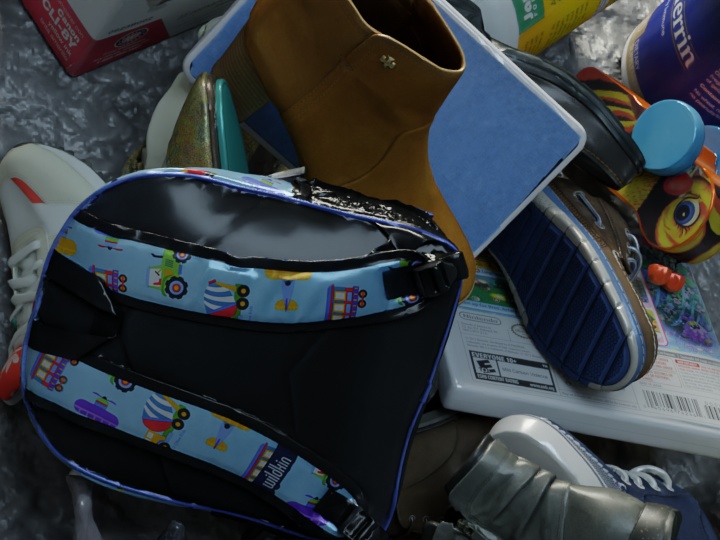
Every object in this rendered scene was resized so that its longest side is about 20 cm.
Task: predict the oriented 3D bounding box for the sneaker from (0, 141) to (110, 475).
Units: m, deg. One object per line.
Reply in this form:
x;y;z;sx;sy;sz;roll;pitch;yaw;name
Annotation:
-0.161;0.024;1.251;0.093;0.070;0.200;-22;81;-38;sneaker

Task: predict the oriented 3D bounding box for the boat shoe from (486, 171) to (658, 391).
0.126;-0.011;1.347;0.072;0.072;0.200;0;44;-35;boat shoe

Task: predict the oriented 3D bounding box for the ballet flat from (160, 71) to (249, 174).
-0.082;-0.012;1.261;0.071;0.071;0.200;-39;128;-34;ballet flat

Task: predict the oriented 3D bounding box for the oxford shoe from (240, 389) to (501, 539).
0.022;0.126;1.296;0.200;0.073;0.084;-25;82;-33;oxford shoe

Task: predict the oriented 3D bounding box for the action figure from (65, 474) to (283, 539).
-0.144;0.203;1.147;0.200;0.105;0.194;18;89;-13;action figure

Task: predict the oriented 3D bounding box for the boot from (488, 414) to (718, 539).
0.142;0.138;1.330;0.200;0.073;0.090;58;45;-27;boot

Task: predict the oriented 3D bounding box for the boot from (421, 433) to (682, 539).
0.090;0.191;1.274;0.131;0.200;0.068;19;22;12;boot

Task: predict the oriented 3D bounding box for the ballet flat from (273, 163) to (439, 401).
0.000;0.000;1.322;0.066;0.057;0.200;-4;44;-27;ballet flat

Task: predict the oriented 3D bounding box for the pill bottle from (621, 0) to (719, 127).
0.261;-0.157;1.468;0.116;0.200;0.116;11;63;-22;pill bottle

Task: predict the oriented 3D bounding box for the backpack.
-0.065;0.032;1.162;0.200;0.135;0.183;14;102;-8;backpack

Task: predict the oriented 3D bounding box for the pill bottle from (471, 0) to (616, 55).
0.078;-0.180;1.440;0.200;0.113;0.113;-35;85;-34;pill bottle

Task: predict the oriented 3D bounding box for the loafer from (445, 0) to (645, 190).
0.073;-0.098;1.334;0.200;0.073;0.072;33;83;-11;loafer

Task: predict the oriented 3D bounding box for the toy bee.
0.188;-0.049;1.421;0.131;0.200;0.109;27;92;-28;toy bee

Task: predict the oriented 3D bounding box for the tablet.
0.014;-0.094;1.290;0.200;0.130;0.014;41;13;-13;tablet

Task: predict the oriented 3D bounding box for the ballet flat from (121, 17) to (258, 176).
-0.079;-0.105;1.333;0.071;0.071;0.200;32;64;-10;ballet flat

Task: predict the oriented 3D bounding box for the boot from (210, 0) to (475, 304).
0.018;-0.072;1.219;0.201;0.144;0.071;46;54;-9;boot

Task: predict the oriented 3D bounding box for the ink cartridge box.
-0.098;-0.209;1.312;0.145;0.200;0.083;-27;81;-33;ink cartridge box

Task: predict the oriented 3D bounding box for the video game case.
0.125;0.028;1.381;0.200;0.024;0.182;11;39;-21;video game case
